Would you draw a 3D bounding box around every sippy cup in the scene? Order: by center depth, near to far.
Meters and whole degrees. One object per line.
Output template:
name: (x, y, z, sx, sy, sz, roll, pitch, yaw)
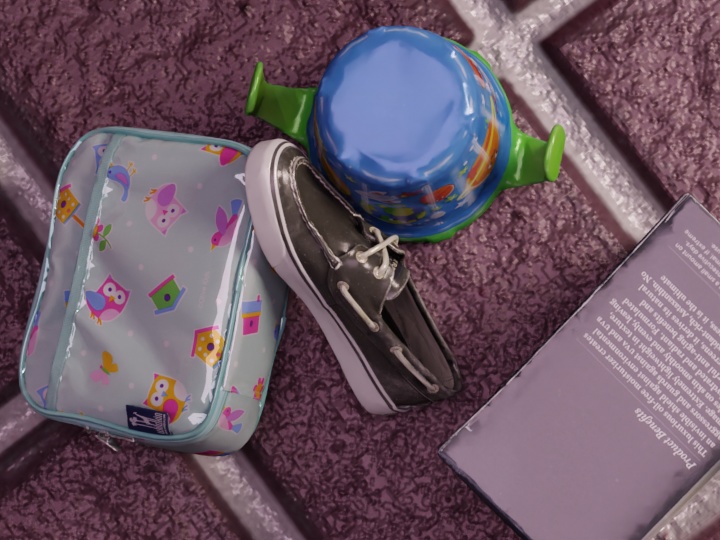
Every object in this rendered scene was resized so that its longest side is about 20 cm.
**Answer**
sippy cup: (0.027, -0.091, 1.222, 0.177, 0.130, 0.140, -23, 82, 3)

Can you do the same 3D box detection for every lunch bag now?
lunch bag: (-0.129, 0.014, 1.239, 0.160, 0.077, 0.201, 10, 83, 23)

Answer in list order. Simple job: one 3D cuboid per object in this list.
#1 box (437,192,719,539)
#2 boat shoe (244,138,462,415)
box: (0.157, 0.076, 1.158, 0.198, 0.200, 0.123, -45, 83, 1)
boat shoe: (0.000, 0.000, 1.207, 0.063, 0.071, 0.200, -13, 122, 32)
